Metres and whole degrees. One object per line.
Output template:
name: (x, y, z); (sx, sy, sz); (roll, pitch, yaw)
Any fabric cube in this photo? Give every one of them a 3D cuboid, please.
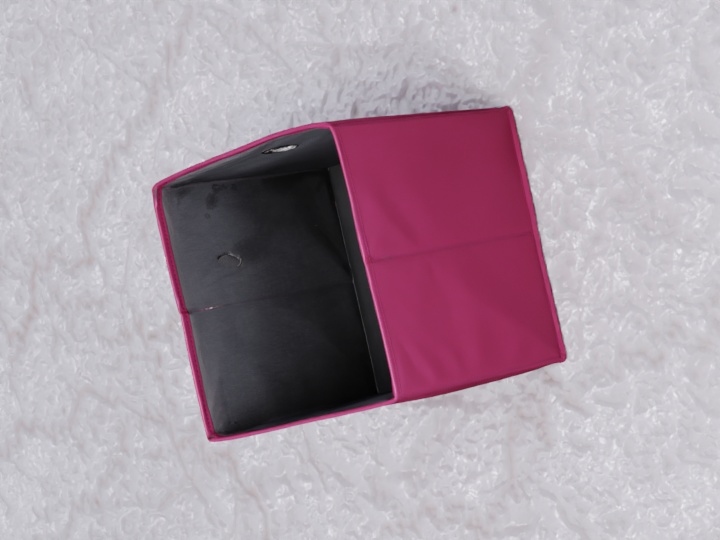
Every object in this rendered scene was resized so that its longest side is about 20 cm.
fabric cube: (0.000, 0.000, 1.577); (0.195, 0.198, 0.202); (-16, 86, 43)
